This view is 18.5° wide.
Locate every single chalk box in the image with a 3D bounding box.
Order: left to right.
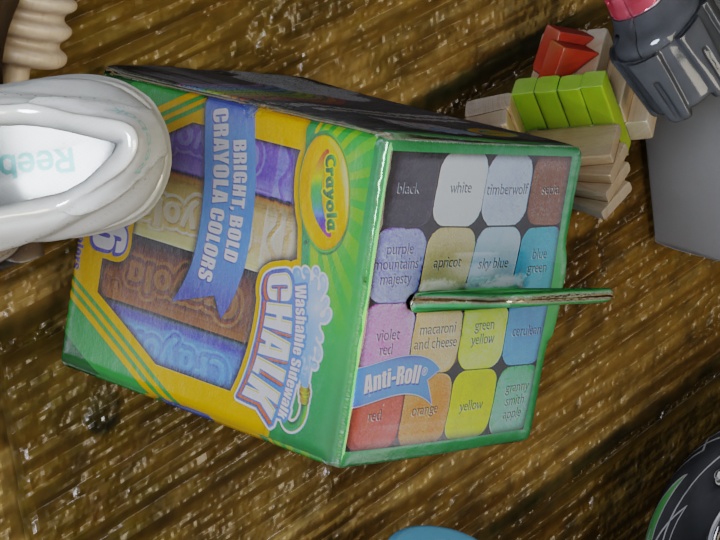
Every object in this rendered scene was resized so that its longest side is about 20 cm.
[{"bbox_3d":[0.000,0.000,0.861,0.124,0.199,0.125,0,104,-48],"label":"chalk box"}]

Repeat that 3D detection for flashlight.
[{"bbox_3d":[0.101,-0.155,0.993,0.068,0.068,0.200,-37,113,-1],"label":"flashlight"}]

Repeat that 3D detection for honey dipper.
[{"bbox_3d":[-0.139,-0.027,0.835,0.038,0.038,0.201,0,106,-49],"label":"honey dipper"}]

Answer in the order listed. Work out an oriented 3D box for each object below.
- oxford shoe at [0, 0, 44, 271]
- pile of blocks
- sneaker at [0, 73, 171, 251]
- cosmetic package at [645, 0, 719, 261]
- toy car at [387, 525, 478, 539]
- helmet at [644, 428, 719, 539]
[{"bbox_3d":[-0.141,-0.039,0.777,0.073,0.084,0.201,-12,122,-85],"label":"oxford shoe"},{"bbox_3d":[0.071,-0.050,1.028,0.200,0.082,0.062,-50,135,-24],"label":"pile of blocks"},{"bbox_3d":[-0.159,-0.023,0.698,0.199,0.088,0.076,-17,94,-3],"label":"sneaker"},{"bbox_3d":[0.206,-0.111,1.160,0.107,0.090,0.201,-32,129,-38],"label":"cosmetic package"},{"bbox_3d":[-0.033,0.225,0.988,0.199,0.177,0.185,7,115,-22],"label":"toy car"},{"bbox_3d":[0.247,0.174,1.227,0.200,0.199,0.192,24,44,-50],"label":"helmet"}]
